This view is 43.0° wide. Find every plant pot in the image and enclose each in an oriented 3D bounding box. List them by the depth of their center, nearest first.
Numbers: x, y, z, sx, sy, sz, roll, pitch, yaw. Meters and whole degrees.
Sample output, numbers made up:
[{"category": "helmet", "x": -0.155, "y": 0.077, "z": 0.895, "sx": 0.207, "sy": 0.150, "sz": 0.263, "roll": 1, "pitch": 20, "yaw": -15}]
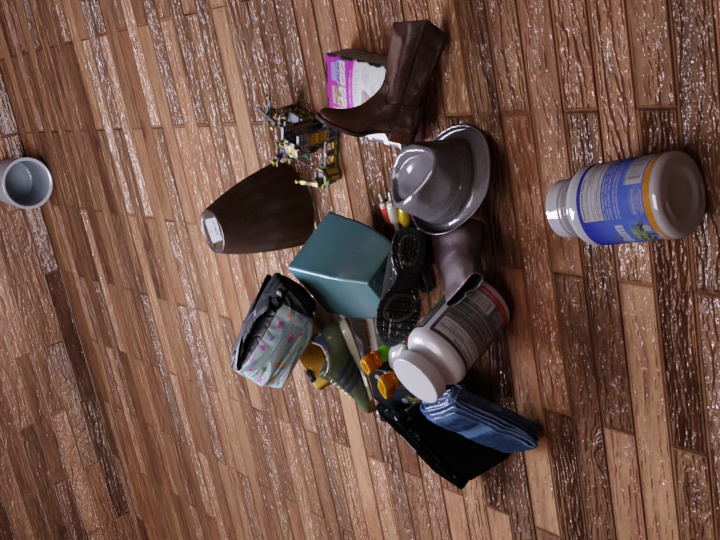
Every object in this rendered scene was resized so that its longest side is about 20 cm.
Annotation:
[{"category": "plant pot", "x": 0.000, "y": 0.000, "z": 1.690, "sx": 0.198, "sy": 0.142, "sz": 0.142, "roll": 14, "pitch": 151, "yaw": 50}, {"category": "plant pot", "x": -0.231, "y": -0.113, "z": 1.933, "sx": 0.186, "sy": 0.198, "sz": 0.190, "roll": 29, "pitch": 130, "yaw": 41}]

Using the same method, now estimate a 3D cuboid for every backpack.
[{"category": "backpack", "x": -0.166, "y": 0.122, "z": 1.750, "sx": 0.202, "sy": 0.125, "sz": 0.167, "roll": -61, "pitch": 13, "yaw": 5}]

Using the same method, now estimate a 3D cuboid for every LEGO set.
[{"category": "LEGO set", "x": -0.134, "y": -0.242, "z": 1.800, "sx": 0.200, "sy": 0.115, "sz": 0.156, "roll": 41, "pitch": 138, "yaw": 33}]

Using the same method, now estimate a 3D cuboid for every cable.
[{"category": "cable", "x": 0.076, "y": -0.052, "z": 1.680, "sx": 0.096, "sy": 0.050, "sz": 0.204, "roll": 8, "pitch": 115, "yaw": 53}]

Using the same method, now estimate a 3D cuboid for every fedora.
[{"category": "fedora", "x": 0.114, "y": -0.153, "z": 1.486, "sx": 0.199, "sy": 0.089, "sz": 0.181, "roll": -16, "pitch": 68, "yaw": 56}]

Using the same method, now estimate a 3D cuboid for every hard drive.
[{"category": "hard drive", "x": 0.117, "y": 0.238, "z": 1.722, "sx": 0.197, "sy": 0.038, "sz": 0.142, "roll": 6, "pitch": 128, "yaw": 30}]

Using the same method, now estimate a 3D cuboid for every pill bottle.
[{"category": "pill bottle", "x": 0.350, "y": -0.092, "z": 1.233, "sx": 0.199, "sy": 0.111, "sz": 0.114, "roll": -5, "pitch": 105, "yaw": 55}, {"category": "pill bottle", "x": 0.150, "y": 0.115, "z": 1.522, "sx": 0.115, "sy": 0.200, "sz": 0.117, "roll": 35, "pitch": 153, "yaw": 21}]

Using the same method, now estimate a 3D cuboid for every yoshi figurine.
[{"category": "yoshi figurine", "x": 0.100, "y": 0.143, "z": 1.652, "sx": 0.114, "sy": 0.199, "sz": 0.112, "roll": 62, "pitch": 165, "yaw": -25}]

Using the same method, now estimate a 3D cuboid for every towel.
[{"category": "towel", "x": 0.205, "y": 0.262, "z": 1.567, "sx": 0.111, "sy": 0.198, "sz": 0.049, "roll": -30, "pitch": 41, "yaw": 52}]

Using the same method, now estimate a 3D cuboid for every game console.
[{"category": "game console", "x": 0.152, "y": 0.295, "z": 1.704, "sx": 0.200, "sy": 0.116, "sz": 0.175, "roll": 48, "pitch": 168, "yaw": -18}]

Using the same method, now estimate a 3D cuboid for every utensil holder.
[{"category": "utensil holder", "x": -1.165, "y": -0.303, "z": 3.129, "sx": 0.199, "sy": 0.168, "sz": 0.173, "roll": 12, "pitch": 118, "yaw": 53}]

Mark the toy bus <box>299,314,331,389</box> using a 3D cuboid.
[{"category": "toy bus", "x": -0.106, "y": 0.142, "z": 1.853, "sx": 0.065, "sy": 0.078, "sz": 0.202, "roll": -36, "pitch": 74, "yaw": 10}]

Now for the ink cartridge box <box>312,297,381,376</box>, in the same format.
[{"category": "ink cartridge box", "x": 0.001, "y": 0.123, "z": 1.850, "sx": 0.198, "sy": 0.083, "sz": 0.149, "roll": 11, "pitch": 118, "yaw": 50}]

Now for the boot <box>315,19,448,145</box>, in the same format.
[{"category": "boot", "x": 0.034, "y": -0.313, "z": 1.456, "sx": 0.064, "sy": 0.183, "sz": 0.203, "roll": -123, "pitch": 44, "yaw": -54}]

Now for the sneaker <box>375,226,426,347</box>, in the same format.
[{"category": "sneaker", "x": 0.069, "y": 0.031, "z": 1.561, "sx": 0.091, "sy": 0.074, "sz": 0.204, "roll": 136, "pitch": 148, "yaw": -83}]

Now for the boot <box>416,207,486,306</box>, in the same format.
[{"category": "boot", "x": 0.140, "y": -0.014, "z": 1.532, "sx": 0.200, "sy": 0.071, "sz": 0.169, "roll": -45, "pitch": 33, "yaw": 47}]

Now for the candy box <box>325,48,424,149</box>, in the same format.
[{"category": "candy box", "x": 0.024, "y": -0.304, "z": 1.602, "sx": 0.199, "sy": 0.060, "sz": 0.139, "roll": 26, "pitch": 128, "yaw": 45}]

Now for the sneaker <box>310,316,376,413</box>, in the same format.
[{"category": "sneaker", "x": -0.037, "y": 0.193, "z": 1.766, "sx": 0.067, "sy": 0.088, "sz": 0.203, "roll": -114, "pitch": 5, "yaw": -70}]
